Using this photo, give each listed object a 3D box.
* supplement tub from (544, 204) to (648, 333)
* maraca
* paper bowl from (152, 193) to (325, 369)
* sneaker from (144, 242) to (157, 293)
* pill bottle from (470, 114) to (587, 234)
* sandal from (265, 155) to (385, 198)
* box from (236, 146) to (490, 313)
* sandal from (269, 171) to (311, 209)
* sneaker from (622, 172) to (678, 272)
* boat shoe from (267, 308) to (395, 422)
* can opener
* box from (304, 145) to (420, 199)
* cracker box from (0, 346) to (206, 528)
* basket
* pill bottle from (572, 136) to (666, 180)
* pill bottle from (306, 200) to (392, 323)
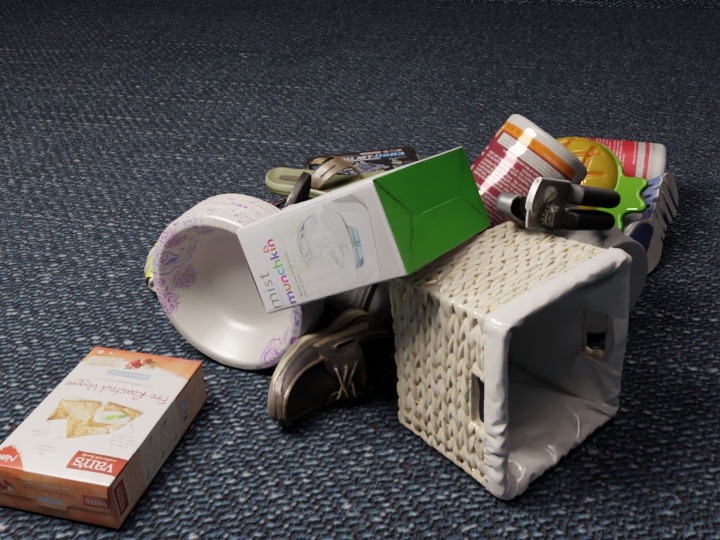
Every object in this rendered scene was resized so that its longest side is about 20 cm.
[{"bbox_3d":[0.248,-0.018,1.062,0.140,0.141,0.200,-18,33,-28],"label":"supplement tub"},{"bbox_3d":[0.315,-0.119,1.183,0.137,0.107,0.200,-47,47,3],"label":"maraca"},{"bbox_3d":[-0.132,0.007,0.967,0.199,0.202,0.104,12,32,22],"label":"paper bowl"},{"bbox_3d":[-0.199,-0.008,1.129,0.199,0.076,0.077,-14,36,12],"label":"sneaker"},{"bbox_3d":[0.163,-0.073,0.984,0.114,0.200,0.114,37,10,-7],"label":"pill bottle"},{"bbox_3d":[-0.058,-0.149,1.301,0.200,0.058,0.080,4,31,13],"label":"sandal"},{"bbox_3d":[0.006,-0.046,0.850,0.176,0.097,0.200,-18,6,34],"label":"box"},{"bbox_3d":[-0.121,-0.041,1.061,0.045,0.201,0.075,32,22,5],"label":"sandal"},{"bbox_3d":[0.381,-0.062,1.213,0.115,0.081,0.200,-6,34,45],"label":"sneaker"},{"bbox_3d":[-0.026,0.104,0.921,0.073,0.075,0.200,16,34,29],"label":"boat shoe"},{"bbox_3d":[0.217,-0.073,0.908,0.067,0.054,0.199,18,13,36],"label":"can opener"},{"bbox_3d":[0.013,-0.144,1.391,0.199,0.050,0.199,-6,29,-7],"label":"box"},{"bbox_3d":[-0.259,0.160,0.844,0.133,0.058,0.200,6,30,13],"label":"cracker box"},{"bbox_3d":[0.148,0.079,0.839,0.199,0.199,0.160,-25,33,-36],"label":"basket"},{"bbox_3d":[0.380,-0.155,1.331,0.199,0.113,0.112,8,30,15],"label":"pill bottle"},{"bbox_3d":[0.000,0.000,1.039,0.199,0.112,0.112,24,34,7],"label":"pill bottle"}]
